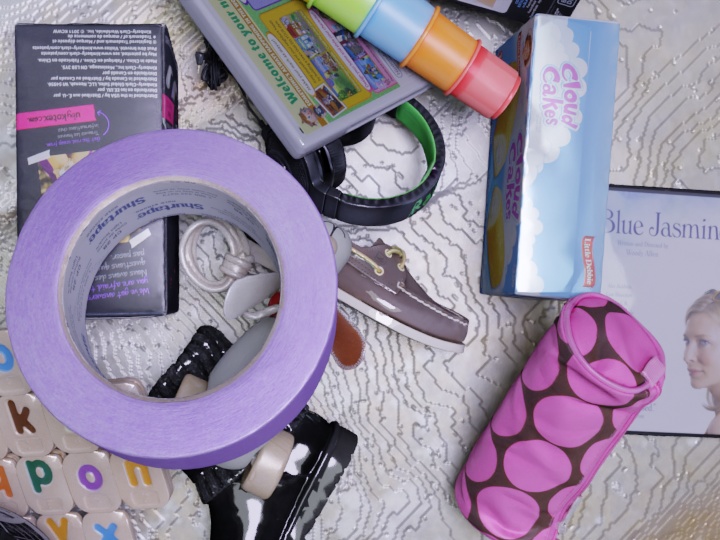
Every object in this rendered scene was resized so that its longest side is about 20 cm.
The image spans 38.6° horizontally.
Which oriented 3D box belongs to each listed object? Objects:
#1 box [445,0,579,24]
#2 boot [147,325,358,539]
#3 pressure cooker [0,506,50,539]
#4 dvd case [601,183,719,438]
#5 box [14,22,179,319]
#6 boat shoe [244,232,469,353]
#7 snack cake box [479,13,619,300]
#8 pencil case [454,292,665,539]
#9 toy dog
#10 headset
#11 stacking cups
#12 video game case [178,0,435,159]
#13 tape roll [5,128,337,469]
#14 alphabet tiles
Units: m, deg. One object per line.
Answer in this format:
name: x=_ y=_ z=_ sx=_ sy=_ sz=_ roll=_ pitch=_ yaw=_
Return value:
box: x=0.075 y=-0.267 z=0.782 sx=0.197 sy=0.060 sz=0.118 roll=13 pitch=60 yaw=-9
boot: x=-0.115 y=0.166 z=0.773 sx=0.157 sy=0.079 sz=0.213 roll=33 pitch=77 yaw=-10
pressure cooker: x=-0.286 y=0.250 z=0.697 sx=0.176 sy=0.200 sz=0.178 roll=-20 pitch=86 yaw=-7
dvd case: x=0.246 y=0.033 z=0.840 sx=0.140 sy=0.018 sz=0.203 roll=3 pitch=88 yaw=-4
box: x=-0.187 y=-0.067 z=0.751 sx=0.104 sy=0.122 sz=0.203 roll=0 pitch=89 yaw=-6
boat shoe: x=0.000 y=0.000 z=0.794 sx=0.198 sy=0.072 sz=0.060 roll=26 pitch=90 yaw=2
snack cake box: x=0.141 y=-0.079 z=0.784 sx=0.066 sy=0.115 sz=0.203 roll=4 pitch=88 yaw=-5
pencil case: x=0.146 y=0.116 z=0.750 sx=0.090 sy=0.201 sz=0.094 roll=-21 pitch=55 yaw=-41
toy dog: x=-0.065 y=0.057 z=0.702 sx=0.130 sy=0.096 sz=0.203 roll=7 pitch=86 yaw=-13
headset: x=-0.029 y=-0.114 z=0.763 sx=0.198 sy=0.094 sz=0.124 roll=25 pitch=55 yaw=7
stacking cups: x=0.023 y=-0.176 z=0.738 sx=0.199 sy=0.060 sz=0.061 roll=36 pitch=86 yaw=-11
video game case: x=-0.037 y=-0.198 z=0.762 sx=0.181 sy=0.022 sz=0.201 roll=-32 pitch=82 yaw=-34
tape roll: x=-0.112 y=0.018 z=0.639 sx=0.197 sy=0.066 sz=0.203 roll=0 pitch=74 yaw=-1
alphabet tiles: x=-0.234 y=0.133 z=0.749 sx=0.197 sy=0.015 sz=0.198 roll=-7 pitch=109 yaw=18
